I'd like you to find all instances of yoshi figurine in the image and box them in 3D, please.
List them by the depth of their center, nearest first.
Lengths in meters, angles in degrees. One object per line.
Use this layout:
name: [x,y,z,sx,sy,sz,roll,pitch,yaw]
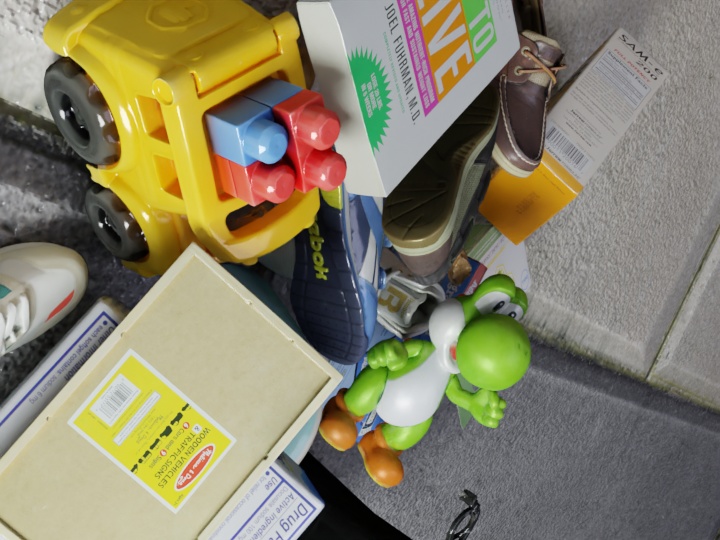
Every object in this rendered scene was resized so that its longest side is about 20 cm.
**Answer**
yoshi figurine: [0.063,0.091,0.781,0.200,0.112,0.112,-45,158,12]

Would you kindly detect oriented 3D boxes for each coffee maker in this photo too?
coffee maker: [-0.019,0.247,0.881,0.192,0.199,0.136,-40,140,-23]

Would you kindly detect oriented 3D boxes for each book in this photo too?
book: [0.037,-0.163,0.642,0.200,0.048,0.135,-51,138,-37]

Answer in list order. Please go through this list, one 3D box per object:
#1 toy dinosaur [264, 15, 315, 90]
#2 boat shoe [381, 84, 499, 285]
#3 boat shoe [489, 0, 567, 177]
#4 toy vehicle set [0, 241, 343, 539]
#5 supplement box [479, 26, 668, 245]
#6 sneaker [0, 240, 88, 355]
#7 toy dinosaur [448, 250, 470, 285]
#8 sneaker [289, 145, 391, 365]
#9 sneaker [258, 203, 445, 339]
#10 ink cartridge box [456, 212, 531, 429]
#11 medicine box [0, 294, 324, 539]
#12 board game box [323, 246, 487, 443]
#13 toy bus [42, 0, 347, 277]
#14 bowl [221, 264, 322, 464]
toy dinosaur: [-0.050,-0.162,0.728,0.106,0.060,0.203,23,87,-75]
boat shoe: [0.066,-0.073,0.754,0.067,0.071,0.202,76,27,-42]
boat shoe: [0.141,-0.184,0.834,0.071,0.072,0.203,14,66,-36]
toy vehicle set: [-0.120,0.098,0.574,0.124,0.026,0.200,43,83,-9]
supplement box: [0.209,-0.135,0.961,0.200,0.073,0.126,-48,180,-30]
sneaker: [-0.240,0.049,0.580,0.198,0.093,0.071,-26,131,-39]
toy dinosaur: [0.036,-0.079,0.836,0.060,0.106,0.200,-43,100,4]
sneaker: [-0.009,-0.020,0.737,0.082,0.073,0.203,-38,135,-47]
sneaker: [0.000,0.000,0.822,0.199,0.115,0.074,19,102,-52]
ink cartridge box: [0.136,0.048,1.013,0.145,0.047,0.203,-44,126,-46]
medicine box: [-0.157,0.150,0.633,0.200,0.103,0.182,44,83,-9]
board game box: [0.033,0.065,0.911,0.019,0.102,0.202,31,87,-50]
toy bus: [-0.086,-0.073,0.612,0.135,0.191,0.202,-36,138,-32]
bowl: [-0.105,0.109,0.772,0.200,0.104,0.203,-29,133,-36]
